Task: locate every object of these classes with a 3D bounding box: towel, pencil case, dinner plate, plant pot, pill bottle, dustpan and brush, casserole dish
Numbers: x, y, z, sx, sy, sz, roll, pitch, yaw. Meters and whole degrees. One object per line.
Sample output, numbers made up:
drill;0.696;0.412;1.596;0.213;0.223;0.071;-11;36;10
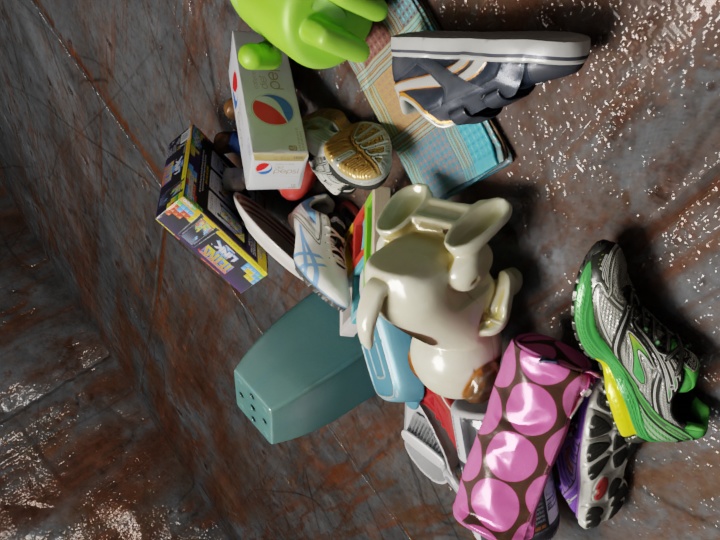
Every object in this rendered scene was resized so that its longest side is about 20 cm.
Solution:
towel;0.062;-0.172;0.716;0.202;0.022;0.146;61;149;-1
pencil case;0.161;0.168;0.676;0.093;0.090;0.204;23;105;29
dinner plate;-0.105;-0.033;0.957;0.200;0.024;0.200;42;-173;-6
plant pot;-0.082;0.148;1.023;0.141;0.198;0.143;40;144;29
pill bottle;0.169;0.243;0.789;0.105;0.105;0.204;0;102;55
dustpan and brush;0.114;0.264;0.969;0.199;0.057;0.142;35;141;36
casserole dish;0.029;0.090;0.914;0.121;0.038;0.204;153;102;-71

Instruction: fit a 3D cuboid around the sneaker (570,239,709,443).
sneaker;0.249;0.061;0.603;0.084;0.078;0.202;-11;114;48

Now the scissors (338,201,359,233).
scissors;0.034;-0.023;0.893;0.199;0.014;0.074;37;140;32

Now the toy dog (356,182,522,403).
toy dog;0.090;0.044;0.700;0.138;0.195;0.202;7;136;36

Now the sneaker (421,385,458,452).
sneaker;0.134;0.193;0.892;0.203;0.077;0.115;69;162;-9

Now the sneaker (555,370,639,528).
sneaker;0.232;0.183;0.718;0.083;0.079;0.203;43;144;46

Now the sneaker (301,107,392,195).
sneaker;-0.010;-0.125;0.804;0.200;0.075;0.089;49;160;55

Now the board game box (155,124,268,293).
board game box;-0.205;-0.091;0.980;0.166;0.056;0.202;47;-161;-34

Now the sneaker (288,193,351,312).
sneaker;-0.045;-0.030;0.870;0.072;0.072;0.202;37;-159;-38

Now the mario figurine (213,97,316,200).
mario figurine;-0.138;-0.165;0.931;0.199;0.105;0.125;38;150;37

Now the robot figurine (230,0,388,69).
robot figurine;-0.062;-0.284;0.703;0.200;0.114;0.178;44;119;36

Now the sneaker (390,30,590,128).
sneaker;0.107;-0.165;0.593;0.198;0.077;0.081;21;121;48

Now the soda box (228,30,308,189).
soda box;-0.114;-0.195;0.827;0.064;0.067;0.203;114;148;-54

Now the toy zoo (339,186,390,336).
toy zoo;0.000;0.000;0.837;0.200;0.020;0.134;128;146;-67
